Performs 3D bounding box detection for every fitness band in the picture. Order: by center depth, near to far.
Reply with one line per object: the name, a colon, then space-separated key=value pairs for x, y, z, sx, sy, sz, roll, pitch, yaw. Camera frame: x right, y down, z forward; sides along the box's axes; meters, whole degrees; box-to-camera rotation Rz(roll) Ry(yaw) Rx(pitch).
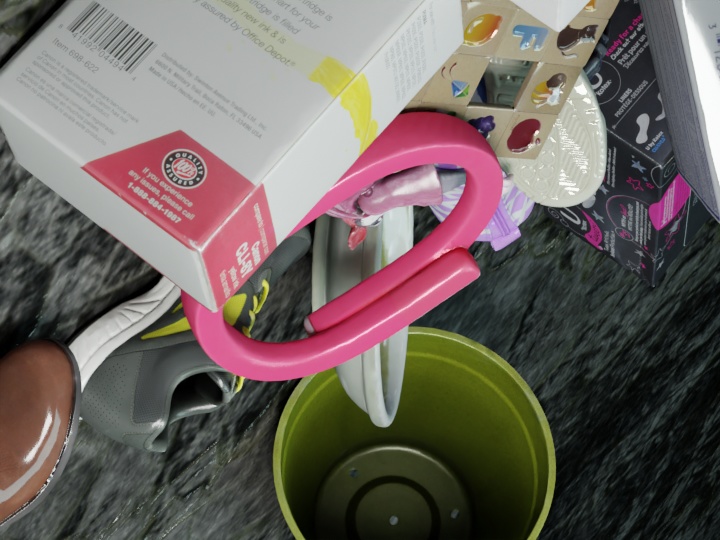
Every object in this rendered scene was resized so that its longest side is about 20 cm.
fitness band: x=-0.008 y=-0.013 z=1.464 sx=0.200 sy=0.037 sz=0.144 roll=-34 pitch=141 yaw=7

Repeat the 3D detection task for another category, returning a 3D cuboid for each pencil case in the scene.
pencil case: x=0.073 y=-0.075 z=1.672 sx=0.084 sy=0.086 sz=0.200 roll=-34 pitch=167 yaw=1

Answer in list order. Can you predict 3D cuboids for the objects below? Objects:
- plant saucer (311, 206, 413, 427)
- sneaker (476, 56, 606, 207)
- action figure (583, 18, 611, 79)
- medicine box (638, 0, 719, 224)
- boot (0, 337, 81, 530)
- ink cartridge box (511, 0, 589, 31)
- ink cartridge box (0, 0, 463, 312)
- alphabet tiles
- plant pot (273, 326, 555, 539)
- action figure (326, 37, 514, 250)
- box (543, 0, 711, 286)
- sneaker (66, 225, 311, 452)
plant saucer: x=0.000 y=0.000 z=1.657 sx=0.200 sy=0.050 sz=0.200 roll=2 pitch=90 yaw=-82
sneaker: x=0.096 y=-0.142 z=1.550 sx=0.077 sy=0.200 sz=0.111 roll=-22 pitch=-156 yaw=21
action figure: x=0.127 y=-0.201 z=1.679 sx=0.194 sy=0.105 sz=0.200 roll=-55 pitch=-170 yaw=21
medicine box: x=0.254 y=-0.145 z=1.717 sx=0.103 sy=0.182 sz=0.200 roll=-14 pitch=-166 yaw=2
boot: x=-0.250 y=0.098 z=1.354 sx=0.188 sy=0.068 sz=0.200 roll=-48 pitch=153 yaw=6
ink cartridge box: x=0.065 y=-0.252 z=1.249 sx=0.147 sy=0.200 sz=0.146 roll=-46 pitch=160 yaw=-20
ink cartridge box: x=-0.063 y=-0.104 z=1.283 sx=0.200 sy=0.145 sz=0.083 roll=-48 pitch=160 yaw=-15
alphabet tiles: x=0.072 y=-0.147 z=1.405 sx=0.167 sy=0.008 sz=0.200 roll=3 pitch=127 yaw=-35
plant pot: x=0.030 y=0.165 z=1.899 sx=0.200 sy=0.200 sz=0.193 roll=-47 pitch=171 yaw=-17
action figure: x=0.005 y=-0.082 z=1.483 sx=0.149 sy=0.134 sz=0.200 roll=-37 pitch=149 yaw=-41
box: x=0.217 y=-0.105 z=1.949 sx=0.132 sy=0.115 sz=0.200 roll=-49 pitch=161 yaw=-18
sneaker: x=-0.092 y=0.040 z=1.539 sx=0.200 sy=0.085 sz=0.075 roll=-41 pitch=158 yaw=-28
